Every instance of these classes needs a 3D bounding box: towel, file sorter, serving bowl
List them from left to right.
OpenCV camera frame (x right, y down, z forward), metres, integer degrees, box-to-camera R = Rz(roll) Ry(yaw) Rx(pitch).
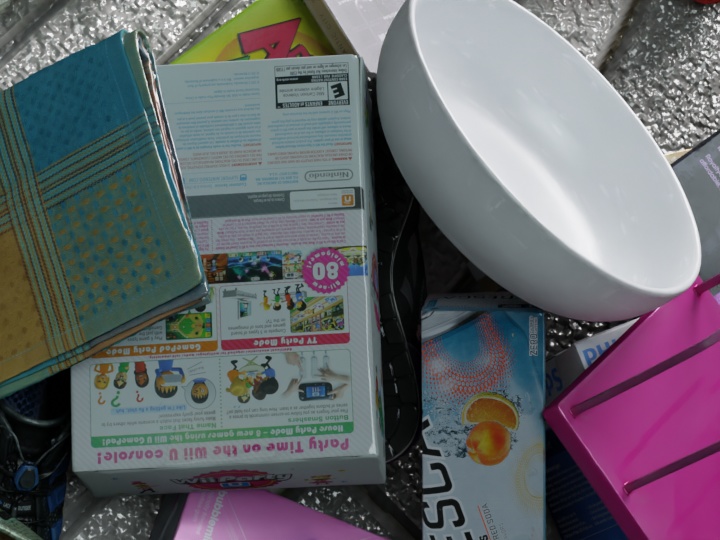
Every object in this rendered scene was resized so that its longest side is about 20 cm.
[{"bbox_3d":[-0.168,-0.014,1.212,0.022,0.199,0.148,25,44,-58],"label":"towel"},{"bbox_3d":[0.078,-0.049,1.264,0.200,0.066,0.201,35,29,-23],"label":"serving bowl"},{"bbox_3d":[0.219,0.097,1.242,0.139,0.125,0.201,-39,95,-42],"label":"file sorter"}]

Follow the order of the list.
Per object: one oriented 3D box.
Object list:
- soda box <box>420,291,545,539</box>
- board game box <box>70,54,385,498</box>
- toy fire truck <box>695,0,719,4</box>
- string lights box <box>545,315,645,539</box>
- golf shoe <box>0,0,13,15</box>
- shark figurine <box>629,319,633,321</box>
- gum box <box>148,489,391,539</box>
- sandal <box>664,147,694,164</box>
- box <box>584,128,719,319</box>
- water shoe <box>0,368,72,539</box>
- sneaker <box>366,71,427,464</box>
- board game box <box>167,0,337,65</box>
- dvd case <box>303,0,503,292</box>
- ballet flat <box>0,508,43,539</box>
[{"bbox_3d":[0.062,0.114,1.277,0.063,0.068,0.202,-1,96,5],"label":"soda box"},{"bbox_3d":[-0.065,0.003,1.230,0.146,0.064,0.202,-3,73,3],"label":"board game box"},{"bbox_3d":[0.140,-0.208,1.453,0.200,0.049,0.141,38,58,-8],"label":"toy fire truck"},{"bbox_3d":[0.151,0.134,1.332,0.059,0.103,0.201,-18,82,-23],"label":"string lights box"},{"bbox_3d":[-0.179,-0.175,1.301,0.199,0.097,0.079,-26,86,-24],"label":"golf shoe"},{"bbox_3d":[0.248,0.096,1.398,0.127,0.090,0.216,-24,69,4],"label":"shark figurine"},{"bbox_3d":[-0.067,0.211,1.243,0.113,0.066,0.201,23,68,-12],"label":"gum box"},{"bbox_3d":[0.211,-0.045,1.406,0.211,0.070,0.078,-24,85,-38],"label":"sandal"},{"bbox_3d":[0.235,-0.020,1.352,0.199,0.036,0.143,-36,90,-4],"label":"box"},{"bbox_3d":[-0.175,0.094,1.229,0.071,0.079,0.202,7,72,-19],"label":"water shoe"},{"bbox_3d":[0.000,0.000,1.319,0.075,0.088,0.202,-2,87,12],"label":"sneaker"},{"bbox_3d":[-0.077,-0.061,1.332,0.200,0.048,0.102,-39,90,-26],"label":"board game box"},{"bbox_3d":[0.056,-0.093,1.378,0.148,0.016,0.201,-27,84,-53],"label":"dvd case"},{"bbox_3d":[-0.141,0.164,1.165,0.199,0.074,0.075,26,65,7],"label":"ballet flat"}]
